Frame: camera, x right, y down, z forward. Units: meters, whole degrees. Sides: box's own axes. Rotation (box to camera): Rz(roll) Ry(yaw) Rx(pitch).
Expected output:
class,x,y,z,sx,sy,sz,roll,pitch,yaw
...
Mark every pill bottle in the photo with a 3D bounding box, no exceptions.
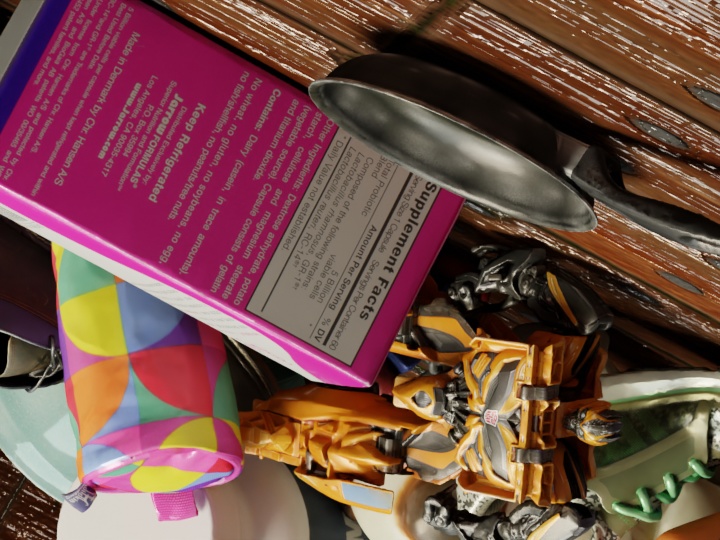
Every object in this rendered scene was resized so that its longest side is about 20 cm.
class,x,y,z,sx,sy,sz,roll,pitch,yaw
pill bottle,-0.064,0.143,1.490,0.120,0.120,0.200,24,-177,29

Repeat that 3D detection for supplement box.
class,x,y,z,sx,sy,sz,roll,pitch,yaw
supplement box,-0.070,-0.038,1.254,0.200,0.103,0.101,30,172,-13

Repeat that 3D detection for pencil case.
class,x,y,z,sx,sy,sz,roll,pitch,yaw
pencil case,-0.107,0.013,1.377,0.088,0.200,0.088,-8,163,-2

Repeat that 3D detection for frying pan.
class,x,y,z,sx,sy,sz,roll,pitch,yaw
frying pan,0.052,-0.045,1.014,0.115,0.031,0.190,30,170,-23

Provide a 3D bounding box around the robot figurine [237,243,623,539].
class,x,y,z,sx,sy,sz,roll,pitch,yaw
robot figurine,0.030,0.055,1.333,0.200,0.145,0.058,10,-170,41

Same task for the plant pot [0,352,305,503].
class,x,y,z,sx,sy,sz,roll,pitch,yaw
plant pot,-0.098,0.023,1.577,0.200,0.200,0.134,30,146,-24

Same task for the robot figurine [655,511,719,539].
class,x,y,z,sx,sy,sz,roll,pitch,yaw
robot figurine,0.212,0.156,1.358,0.144,0.200,0.117,94,157,-68

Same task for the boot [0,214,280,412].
class,x,y,z,sx,sy,sz,roll,pitch,yaw
boot,-0.140,0.041,1.443,0.200,0.097,0.075,32,136,0

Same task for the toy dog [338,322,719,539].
class,x,y,z,sx,sy,sz,roll,pitch,yaw
toy dog,0.085,0.117,1.483,0.200,0.194,0.140,21,-174,-30

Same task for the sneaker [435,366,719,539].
class,x,y,z,sx,sy,sz,roll,pitch,yaw
sneaker,0.130,0.091,1.362,0.200,0.089,0.077,0,172,21

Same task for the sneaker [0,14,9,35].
class,x,y,z,sx,sy,sz,roll,pitch,yaw
sneaker,-0.201,-0.064,1.488,0.084,0.077,0.200,14,147,10

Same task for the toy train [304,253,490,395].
class,x,y,z,sx,sy,sz,roll,pitch,yaw
toy train,0.000,0.000,1.437,0.116,0.085,0.200,45,164,-7
